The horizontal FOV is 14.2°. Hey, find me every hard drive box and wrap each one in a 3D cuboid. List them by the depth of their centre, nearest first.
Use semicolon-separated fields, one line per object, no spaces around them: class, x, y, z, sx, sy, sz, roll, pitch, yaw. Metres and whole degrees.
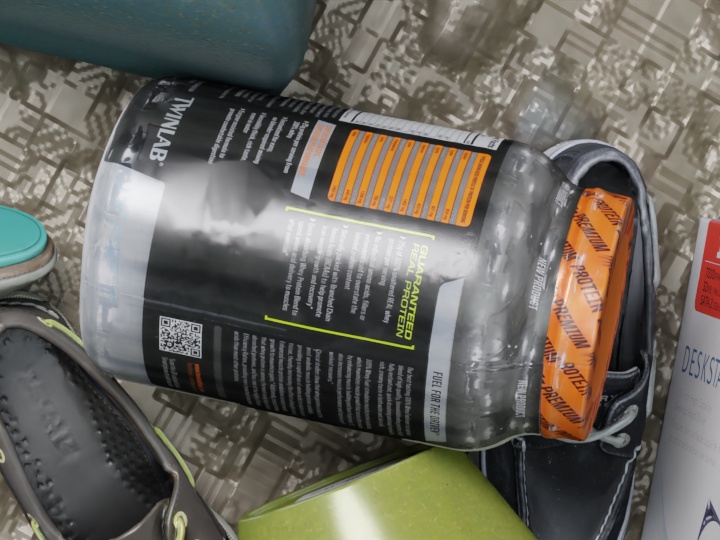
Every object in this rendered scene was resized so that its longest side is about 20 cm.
hard drive box;0.173;0.087;1.168;0.076;0.156;0.201;10;92;-9

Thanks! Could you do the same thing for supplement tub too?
supplement tub;0.000;0.000;1.123;0.199;0.122;0.123;12;93;10

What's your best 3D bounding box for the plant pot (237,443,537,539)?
plant pot;0.028;0.176;1.150;0.186;0.187;0.201;-22;89;-7

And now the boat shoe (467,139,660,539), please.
boat shoe;0.090;0.047;1.195;0.071;0.068;0.201;8;93;-10

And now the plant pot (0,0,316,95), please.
plant pot;-0.088;-0.174;1.081;0.195;0.200;0.198;12;93;-11

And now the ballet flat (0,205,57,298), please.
ballet flat;-0.222;0.006;1.153;0.199;0.068;0.064;1;122;-9

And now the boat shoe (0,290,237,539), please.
boat shoe;-0.100;0.100;1.172;0.072;0.061;0.202;-36;99;-5
